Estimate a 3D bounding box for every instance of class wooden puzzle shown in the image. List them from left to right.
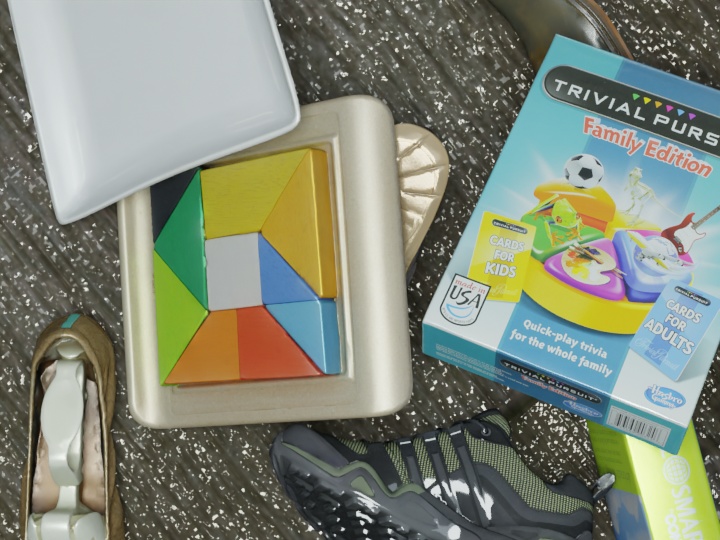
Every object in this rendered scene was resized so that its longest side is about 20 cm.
[{"bbox_3d":[-0.067,-0.001,0.893,0.198,0.037,0.187,-7,85,31],"label":"wooden puzzle"}]

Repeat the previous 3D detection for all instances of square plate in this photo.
[{"bbox_3d":[-0.131,-0.151,0.907,0.199,0.028,0.200,-19,81,31],"label":"square plate"}]

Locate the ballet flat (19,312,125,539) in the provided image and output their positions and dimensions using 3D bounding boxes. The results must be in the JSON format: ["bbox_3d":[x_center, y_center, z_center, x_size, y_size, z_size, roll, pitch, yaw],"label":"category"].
[{"bbox_3d":[-0.178,0.126,0.905,0.067,0.072,0.202,2,86,-1],"label":"ballet flat"}]

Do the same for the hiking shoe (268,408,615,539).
[{"bbox_3d":[0.046,0.125,0.874,0.199,0.076,0.101,21,55,10],"label":"hiking shoe"}]

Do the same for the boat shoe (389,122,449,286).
[{"bbox_3d":[0.000,0.000,0.919,0.071,0.065,0.201,26,104,7],"label":"boat shoe"}]

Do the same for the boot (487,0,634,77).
[{"bbox_3d":[0.122,-0.113,0.922,0.200,0.075,0.097,43,84,1],"label":"boot"}]

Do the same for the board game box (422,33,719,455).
[{"bbox_3d":[0.141,-0.020,0.826,0.150,0.047,0.201,21,67,12],"label":"board game box"}]

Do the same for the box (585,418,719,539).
[{"bbox_3d":[0.174,0.129,0.880,0.047,0.122,0.202,-14,86,-2],"label":"box"}]
